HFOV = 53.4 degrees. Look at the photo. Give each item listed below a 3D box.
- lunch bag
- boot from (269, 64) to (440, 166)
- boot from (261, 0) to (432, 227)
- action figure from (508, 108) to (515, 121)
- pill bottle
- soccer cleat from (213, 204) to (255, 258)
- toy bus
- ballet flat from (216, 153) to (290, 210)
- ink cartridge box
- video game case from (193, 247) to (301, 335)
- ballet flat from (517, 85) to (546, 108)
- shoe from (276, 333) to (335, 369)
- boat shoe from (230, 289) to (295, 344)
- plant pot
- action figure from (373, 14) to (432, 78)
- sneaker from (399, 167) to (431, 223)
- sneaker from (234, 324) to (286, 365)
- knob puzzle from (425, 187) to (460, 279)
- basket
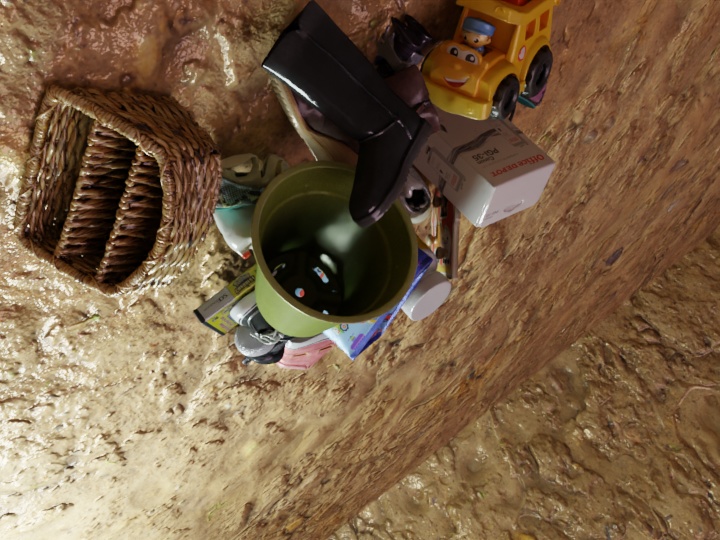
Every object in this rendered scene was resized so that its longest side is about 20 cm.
[{"bbox_3d":[0.000,0.000,1.030,0.094,0.150,0.201,-33,161,-54],"label":"lunch bag"},{"bbox_3d":[-0.005,-0.210,0.875,0.166,0.072,0.201,-33,125,0],"label":"boot"},{"bbox_3d":[-0.027,-0.170,0.788,0.065,0.200,0.166,-14,-138,50],"label":"boot"},{"bbox_3d":[0.226,-0.189,1.254,0.118,0.102,0.201,-5,139,-33],"label":"action figure"},{"bbox_3d":[0.052,-0.019,1.162,0.112,0.200,0.113,-32,153,-19],"label":"pill bottle"},{"bbox_3d":[-0.132,-0.070,0.996,0.069,0.078,0.200,-39,175,20],"label":"soccer cleat"},{"bbox_3d":[0.176,-0.318,0.937,0.200,0.135,0.193,-40,150,-36],"label":"toy bus"},{"bbox_3d":[-0.129,-0.118,0.929,0.199,0.074,0.075,-15,144,-48],"label":"ballet flat"},{"bbox_3d":[0.173,-0.177,1.087,0.146,0.200,0.083,-23,149,-32],"label":"ink cartridge box"},{"bbox_3d":[-0.156,0.027,1.081,0.180,0.026,0.200,-38,174,-8],"label":"video game case"},{"bbox_3d":[0.251,-0.310,1.156,0.199,0.069,0.072,-6,119,-55],"label":"ballet flat"},{"bbox_3d":[-0.073,0.125,1.364,0.199,0.072,0.091,-15,145,-33],"label":"shoe"},{"bbox_3d":[-0.134,0.076,1.073,0.073,0.068,0.199,-39,167,-4],"label":"boat shoe"},{"bbox_3d":[-0.056,-0.001,0.891,0.199,0.201,0.190,-26,169,-28],"label":"plant pot"},{"bbox_3d":[0.018,-0.235,0.948,0.130,0.069,0.201,-16,148,-53],"label":"action figure"},{"bbox_3d":[0.085,-0.118,1.195,0.075,0.081,0.200,-43,155,0],"label":"sneaker"},{"bbox_3d":[-0.130,0.091,1.235,0.199,0.076,0.114,-34,162,-23],"label":"sneaker"},{"bbox_3d":[0.132,-0.087,1.200,0.030,0.221,0.221,1,143,-5],"label":"knob puzzle"},{"bbox_3d":[-0.251,-0.070,0.745,0.148,0.143,0.201,-8,138,-49],"label":"basket"}]
